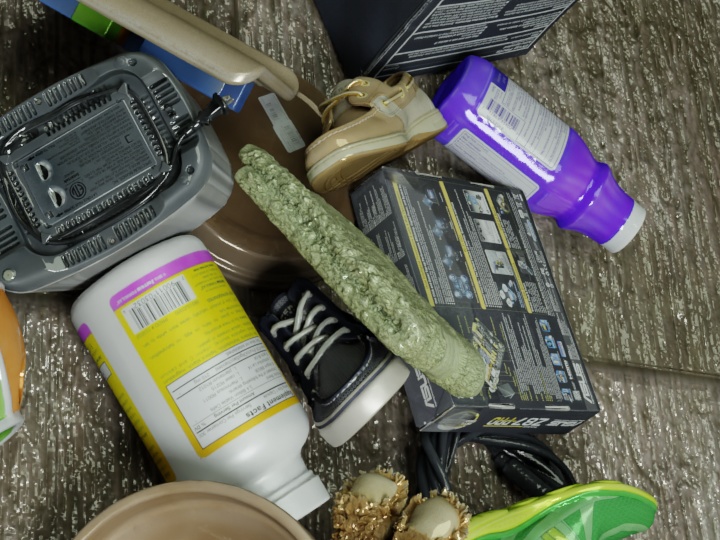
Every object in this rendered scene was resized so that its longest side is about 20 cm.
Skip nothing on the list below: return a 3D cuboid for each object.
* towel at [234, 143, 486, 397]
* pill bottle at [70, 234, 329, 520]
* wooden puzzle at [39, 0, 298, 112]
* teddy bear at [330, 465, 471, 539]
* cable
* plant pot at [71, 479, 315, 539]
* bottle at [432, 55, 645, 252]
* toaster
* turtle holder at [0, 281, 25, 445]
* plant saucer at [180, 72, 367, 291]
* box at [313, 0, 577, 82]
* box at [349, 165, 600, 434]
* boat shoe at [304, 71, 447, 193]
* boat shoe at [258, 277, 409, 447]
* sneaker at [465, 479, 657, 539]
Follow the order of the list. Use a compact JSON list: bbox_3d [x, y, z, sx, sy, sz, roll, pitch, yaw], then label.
[{"bbox_3d":[0.000,0.000,1.071,0.200,0.036,0.148,48,5,30],"label":"towel"},{"bbox_3d":[-0.102,0.085,1.048,0.104,0.104,0.201,-27,83,-37],"label":"pill bottle"},{"bbox_3d":[-0.142,-0.163,1.104,0.184,0.200,0.047,29,97,4],"label":"wooden puzzle"},{"bbox_3d":[0.005,0.227,1.022,0.067,0.144,0.202,39,55,-61],"label":"teddy bear"},{"bbox_3d":[0.110,0.187,1.160,0.162,0.051,0.202,1,66,-31],"label":"cable"},{"bbox_3d":[-0.094,0.235,0.961,0.199,0.093,0.203,-4,73,12],"label":"plant pot"},{"bbox_3d":[0.148,-0.091,1.306,0.199,0.065,0.084,36,41,-12],"label":"bottle"},{"bbox_3d":[-0.165,-0.063,1.033,0.199,0.129,0.114,-31,84,4],"label":"toaster"},{"bbox_3d":[-0.282,0.068,0.925,0.185,0.141,0.132,-34,87,-38],"label":"turtle holder"},{"bbox_3d":[-0.078,-0.081,1.192,0.199,0.029,0.202,13,60,-24],"label":"plant saucer"},{"bbox_3d":[0.090,-0.260,1.271,0.199,0.198,0.124,-15,73,-35],"label":"box"},{"bbox_3d":[0.088,0.024,1.197,0.160,0.049,0.201,7,57,-42],"label":"box"},{"bbox_3d":[0.001,-0.110,1.183,0.070,0.073,0.200,59,24,0],"label":"boat shoe"},{"bbox_3d":[-0.028,0.057,1.063,0.075,0.200,0.093,-45,95,-5],"label":"boat shoe"},{"bbox_3d":[0.125,0.201,1.096,0.199,0.074,0.084,-13,76,-29],"label":"sneaker"}]
